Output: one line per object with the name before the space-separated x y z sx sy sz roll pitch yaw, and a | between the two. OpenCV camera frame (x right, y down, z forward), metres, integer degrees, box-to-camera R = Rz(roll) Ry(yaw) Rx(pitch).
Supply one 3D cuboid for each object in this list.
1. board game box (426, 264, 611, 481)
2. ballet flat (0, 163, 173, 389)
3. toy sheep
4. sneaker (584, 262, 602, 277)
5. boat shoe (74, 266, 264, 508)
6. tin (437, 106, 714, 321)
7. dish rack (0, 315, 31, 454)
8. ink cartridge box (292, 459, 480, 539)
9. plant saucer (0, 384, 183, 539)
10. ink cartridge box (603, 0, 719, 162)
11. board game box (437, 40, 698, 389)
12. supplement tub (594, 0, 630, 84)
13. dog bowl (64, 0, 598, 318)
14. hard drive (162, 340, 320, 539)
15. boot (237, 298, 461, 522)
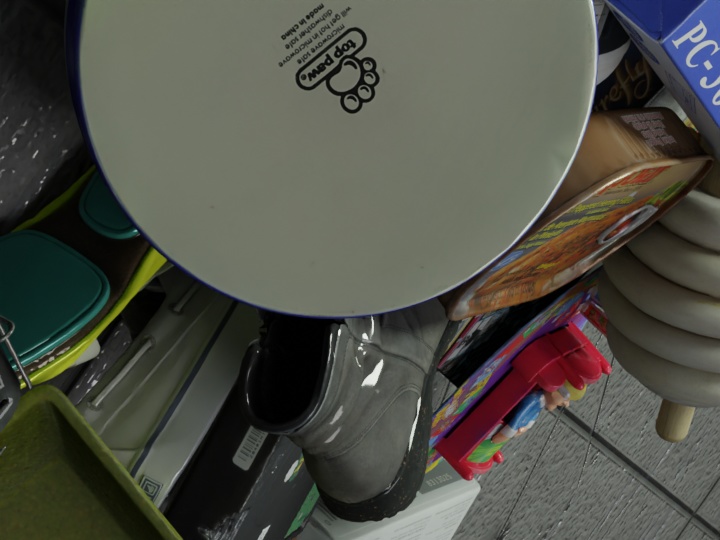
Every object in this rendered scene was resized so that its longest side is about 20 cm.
board game box | 0.092 0.073 1.263 0.158 0.039 0.200 -38 167 -22
ballet flat | -0.113 0.000 0.955 0.200 0.067 0.067 -47 155 -21
toy sheep | 0.185 0.002 1.169 0.138 0.138 0.200 -26 131 -46
sneaker | 0.112 -0.053 1.285 0.088 0.074 0.200 -1 124 -38
boat shoe | -0.077 0.019 1.030 0.074 0.065 0.200 -56 -175 46
tin | 0.093 -0.029 1.025 0.112 0.042 0.200 -35 170 23
dish rack | -0.191 0.023 0.794 0.153 0.054 0.200 -42 128 -27
ink cartridge box | -0.025 0.208 1.385 0.162 0.050 0.200 -13 140 -55
plant saucer | -0.136 0.179 0.955 0.200 0.200 0.048 -39 180 9
ink cartridge box | 0.183 -0.098 1.002 0.094 0.044 0.200 -45 145 2
board game box | 0.100 -0.029 1.180 0.200 0.035 0.135 -45 160 0
supplement tub | 0.066 -0.163 0.980 0.140 0.140 0.200 -22 139 -48
dog bowl | -0.013 -0.085 0.871 0.200 0.200 0.079 -59 -166 8
hard drive | -0.040 0.088 1.156 0.140 0.038 0.200 -61 169 13
boot | 0.000 0.000 1.005 0.132 0.070 0.200 59 30 -56
